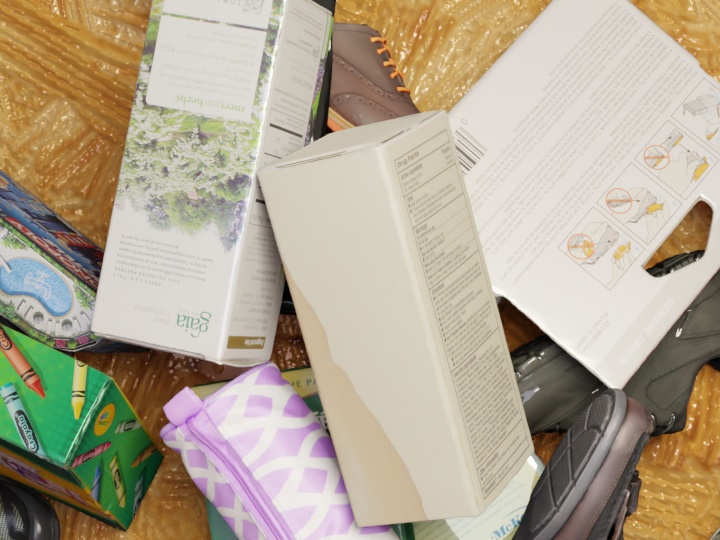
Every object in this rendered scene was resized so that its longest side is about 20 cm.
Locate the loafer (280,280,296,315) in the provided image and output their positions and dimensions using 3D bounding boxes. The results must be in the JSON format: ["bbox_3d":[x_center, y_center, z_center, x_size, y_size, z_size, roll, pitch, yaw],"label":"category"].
[{"bbox_3d":[0.000,0.000,1.019,0.198,0.070,0.069,-1,89,10],"label":"loafer"}]

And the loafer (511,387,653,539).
[{"bbox_3d":[0.118,0.156,0.932,0.063,0.072,0.201,25,114,-5],"label":"loafer"}]

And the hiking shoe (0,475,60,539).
[{"bbox_3d":[-0.291,0.164,1.051,0.198,0.101,0.077,4,90,10],"label":"hiking shoe"}]

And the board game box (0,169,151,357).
[{"bbox_3d":[-0.220,-0.010,0.992,0.199,0.200,0.062,37,94,9],"label":"board game box"}]

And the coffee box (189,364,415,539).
[{"bbox_3d":[-0.029,0.157,0.995,0.122,0.044,0.202,-9,85,10],"label":"coffee box"}]

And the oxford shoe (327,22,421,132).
[{"bbox_3d":[0.004,-0.111,1.022,0.199,0.071,0.073,32,90,10],"label":"oxford shoe"}]

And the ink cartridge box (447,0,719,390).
[{"bbox_3d":[0.134,-0.051,0.970,0.176,0.045,0.200,41,71,7],"label":"ink cartridge box"}]

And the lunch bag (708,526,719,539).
[{"bbox_3d":[0.228,0.233,0.924,0.167,0.140,0.200,39,72,23],"label":"lunch bag"}]

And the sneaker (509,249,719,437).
[{"bbox_3d":[0.144,0.067,0.978,0.199,0.076,0.091,-29,92,-6],"label":"sneaker"}]

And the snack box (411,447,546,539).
[{"bbox_3d":[0.020,0.158,1.028,0.199,0.037,0.117,-36,83,7],"label":"snack box"}]

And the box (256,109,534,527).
[{"bbox_3d":[0.022,0.025,0.893,0.077,0.095,0.202,-10,101,28],"label":"box"}]

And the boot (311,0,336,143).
[{"bbox_3d":[-0.092,-0.114,0.991,0.163,0.066,0.202,6,93,23],"label":"boot"}]

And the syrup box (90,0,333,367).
[{"bbox_3d":[-0.079,-0.054,0.909,0.078,0.081,0.202,11,91,17],"label":"syrup box"}]

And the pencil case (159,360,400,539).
[{"bbox_3d":[-0.031,0.148,0.930,0.084,0.085,0.201,-42,79,28],"label":"pencil case"}]

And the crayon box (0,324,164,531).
[{"bbox_3d":[-0.193,0.088,0.983,0.118,0.200,0.059,23,74,10],"label":"crayon box"}]
